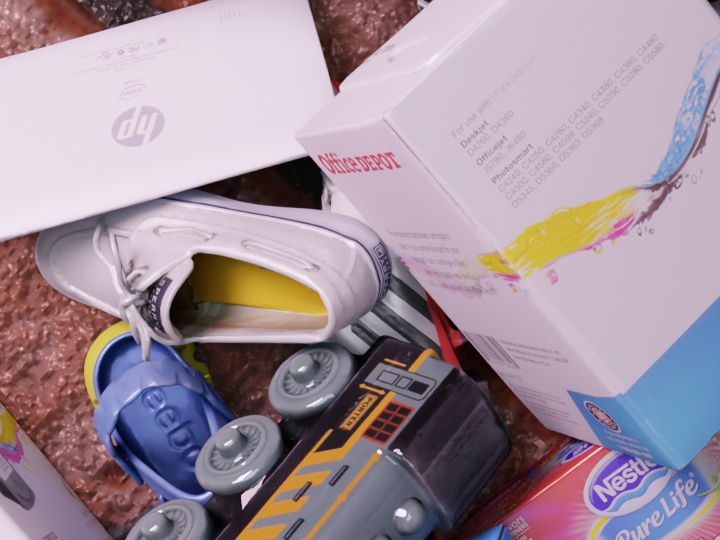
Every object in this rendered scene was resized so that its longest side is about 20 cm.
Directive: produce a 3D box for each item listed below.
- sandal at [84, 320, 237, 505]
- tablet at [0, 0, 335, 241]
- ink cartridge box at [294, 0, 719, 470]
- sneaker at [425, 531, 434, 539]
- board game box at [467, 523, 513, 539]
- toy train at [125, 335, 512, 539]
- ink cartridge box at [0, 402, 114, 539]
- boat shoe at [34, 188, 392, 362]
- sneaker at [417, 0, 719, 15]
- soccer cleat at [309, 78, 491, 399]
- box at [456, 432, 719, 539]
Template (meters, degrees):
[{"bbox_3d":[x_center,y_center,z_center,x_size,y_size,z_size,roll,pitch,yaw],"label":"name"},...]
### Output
[{"bbox_3d":[-0.076,0.113,0.820,0.079,0.087,0.200,-41,90,-2],"label":"sandal"},{"bbox_3d":[-0.115,-0.085,0.825,0.200,0.014,0.130,-16,51,1],"label":"tablet"},{"bbox_3d":[0.099,-0.038,0.725,0.146,0.147,0.200,-44,103,-11],"label":"ink cartridge box"},{"bbox_3d":[0.049,0.205,0.818,0.091,0.076,0.200,-9,97,10],"label":"sneaker"},{"bbox_3d":[0.027,0.252,0.757,0.196,0.056,0.200,-28,95,17],"label":"board game box"},{"bbox_3d":[-0.021,0.111,0.736,0.200,0.114,0.085,-47,125,-24],"label":"toy train"},{"bbox_3d":[-0.205,0.118,0.792,0.086,0.148,0.200,-39,89,0],"label":"ink cartridge box"},{"bbox_3d":[-0.091,0.009,0.791,0.202,0.086,0.075,8,119,25],"label":"boat shoe"},{"bbox_3d":[0.127,-0.163,0.840,0.200,0.077,0.085,-7,68,0],"label":"sneaker"},{"bbox_3d":[0.000,0.000,0.831,0.085,0.069,0.200,-20,93,-3],"label":"soccer cleat"},{"bbox_3d":[0.150,0.112,0.790,0.200,0.100,0.095,-39,88,13],"label":"box"}]
